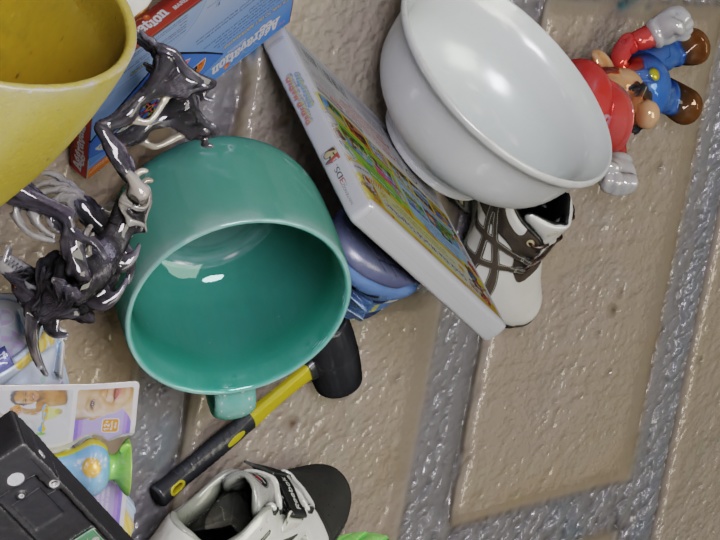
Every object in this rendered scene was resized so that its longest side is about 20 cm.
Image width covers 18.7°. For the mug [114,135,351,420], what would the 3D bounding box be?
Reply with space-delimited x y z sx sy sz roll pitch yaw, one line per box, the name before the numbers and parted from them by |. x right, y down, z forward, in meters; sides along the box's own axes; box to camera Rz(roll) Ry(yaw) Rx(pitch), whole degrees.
mug | -0.100 -0.001 1.437 0.151 0.115 0.185 18 124 -34

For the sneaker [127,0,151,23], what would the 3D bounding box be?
sneaker | -0.129 -0.242 1.352 0.084 0.073 0.201 10 109 -54

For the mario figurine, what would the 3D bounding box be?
mario figurine | 0.236 -0.139 1.791 0.200 0.106 0.124 -25 90 -51

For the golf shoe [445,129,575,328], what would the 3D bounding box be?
golf shoe | 0.125 -0.024 1.723 0.078 0.094 0.201 -45 137 -29

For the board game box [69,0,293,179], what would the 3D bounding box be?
board game box | -0.111 -0.148 1.414 0.200 0.019 0.103 -42 160 -32

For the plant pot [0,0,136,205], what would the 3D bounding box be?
plant pot | -0.233 -0.096 1.129 0.199 0.200 0.142 -11 137 -47

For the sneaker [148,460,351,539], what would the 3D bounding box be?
sneaker | -0.071 0.175 1.570 0.199 0.074 0.089 -24 148 -44

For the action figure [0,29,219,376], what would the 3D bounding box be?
action figure | -0.167 -0.042 1.307 0.201 0.102 0.119 -59 169 -10

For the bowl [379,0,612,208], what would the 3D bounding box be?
bowl | 0.083 -0.115 1.596 0.200 0.202 0.090 0 143 -50

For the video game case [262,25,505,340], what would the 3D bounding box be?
video game case | 0.017 -0.059 1.526 0.023 0.183 0.200 -35 141 11

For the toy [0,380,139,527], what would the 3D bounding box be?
toy | -0.232 0.125 1.305 0.199 0.047 0.116 -2 123 -19

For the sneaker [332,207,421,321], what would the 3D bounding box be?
sneaker | 0.000 0.000 1.548 0.082 0.074 0.200 -34 173 8

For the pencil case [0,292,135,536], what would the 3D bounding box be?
pencil case | -0.210 0.109 1.388 0.090 0.083 0.201 -30 129 -18

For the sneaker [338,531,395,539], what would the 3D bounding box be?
sneaker | -0.034 0.288 1.690 0.200 0.077 0.084 -53 145 -5

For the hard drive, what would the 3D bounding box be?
hard drive | -0.211 0.183 1.306 0.139 0.038 0.200 -33 133 2

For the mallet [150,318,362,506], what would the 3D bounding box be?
mallet | -0.073 0.111 1.595 0.200 0.041 0.066 -44 137 -22
